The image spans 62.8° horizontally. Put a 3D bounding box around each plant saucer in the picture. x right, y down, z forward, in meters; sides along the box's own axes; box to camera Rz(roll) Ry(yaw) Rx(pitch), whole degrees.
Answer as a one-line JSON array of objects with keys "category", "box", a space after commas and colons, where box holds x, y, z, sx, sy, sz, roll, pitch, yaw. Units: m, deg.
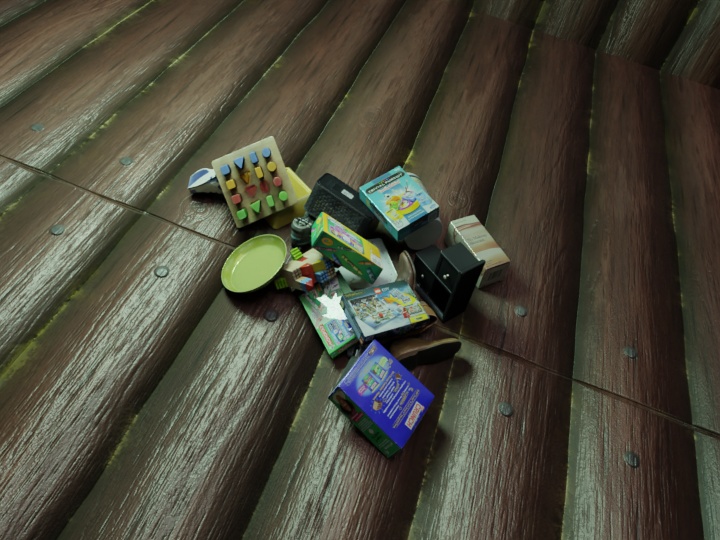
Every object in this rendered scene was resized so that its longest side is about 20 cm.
[{"category": "plant saucer", "box": [-0.281, -0.013, 1.589, 0.193, 0.031, 0.204, -15, 45, 15]}, {"category": "plant saucer", "box": [-0.242, -0.241, 1.834, 0.197, 0.049, 0.200, -28, 60, -32]}]

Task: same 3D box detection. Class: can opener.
[{"category": "can opener", "box": [-0.019, 0.241, 1.465, 0.065, 0.054, 0.202, -6, 37, 31]}]

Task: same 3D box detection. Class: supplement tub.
[{"category": "supplement tub", "box": [0.157, -0.181, 1.800, 0.140, 0.148, 0.204, -9, 51, -19]}]

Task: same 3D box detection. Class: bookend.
[{"category": "bookend", "box": [0.223, -0.005, 1.623, 0.090, 0.203, 0.200, -22, 56, -29]}]

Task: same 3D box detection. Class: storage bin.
[{"category": "storage bin", "box": [-0.054, -0.185, 1.740, 0.197, 0.095, 0.136, 34, 25, -1]}]

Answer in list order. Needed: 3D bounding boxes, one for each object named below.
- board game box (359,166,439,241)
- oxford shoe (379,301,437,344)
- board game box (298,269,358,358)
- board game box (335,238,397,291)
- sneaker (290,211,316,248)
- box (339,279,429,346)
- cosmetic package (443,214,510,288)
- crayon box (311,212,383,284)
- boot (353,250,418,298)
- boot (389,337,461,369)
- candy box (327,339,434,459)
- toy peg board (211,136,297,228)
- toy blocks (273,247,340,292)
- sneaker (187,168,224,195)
[{"category": "board game box", "box": [0.109, -0.196, 1.692, 0.148, 0.048, 0.201, -29, 57, -17]}, {"category": "oxford shoe", "box": [0.117, 0.144, 1.536, 0.195, 0.073, 0.071, -25, 38, -24]}, {"category": "board game box", "box": [-0.065, 0.110, 1.535, 0.132, 0.029, 0.202, -31, 56, -3]}, {"category": "board game box", "box": [0.000, 0.000, 1.689, 0.193, 0.026, 0.204, -8, 52, -18]}, {"category": "sneaker", "box": [-0.151, -0.125, 1.740, 0.074, 0.082, 0.199, 26, 28, 18]}, {"category": "box", "box": [0.061, 0.102, 1.490, 0.194, 0.038, 0.138, -11, 51, -28]}, {"category": "cosmetic package", "box": [0.348, -0.059, 1.774, 0.100, 0.089, 0.202, -17, 54, -24]}, {"category": "crayon box", "box": [-0.036, -0.060, 1.565, 0.197, 0.059, 0.120, 32, 21, -19]}, {"category": "boot", "box": [0.055, 0.046, 1.603, 0.192, 0.064, 0.193, -5, 75, -13]}, {"category": "boot", "box": [0.168, 0.197, 1.526, 0.193, 0.076, 0.076, -10, 41, -17]}, {"category": "candy box", "box": [0.051, 0.296, 1.374, 0.199, 0.077, 0.169, 42, 50, 5]}, {"category": "toy peg board", "box": [-0.301, -0.251, 1.683, 0.194, 0.205, 0.098, -23, 11, -5]}, {"category": "toy blocks", "box": [-0.121, -0.008, 1.575, 0.197, 0.103, 0.135, -32, 25, -31]}, {"category": "sneaker", "box": [-0.418, -0.256, 1.790, 0.193, 0.117, 0.082, -16, 43, 14]}]
